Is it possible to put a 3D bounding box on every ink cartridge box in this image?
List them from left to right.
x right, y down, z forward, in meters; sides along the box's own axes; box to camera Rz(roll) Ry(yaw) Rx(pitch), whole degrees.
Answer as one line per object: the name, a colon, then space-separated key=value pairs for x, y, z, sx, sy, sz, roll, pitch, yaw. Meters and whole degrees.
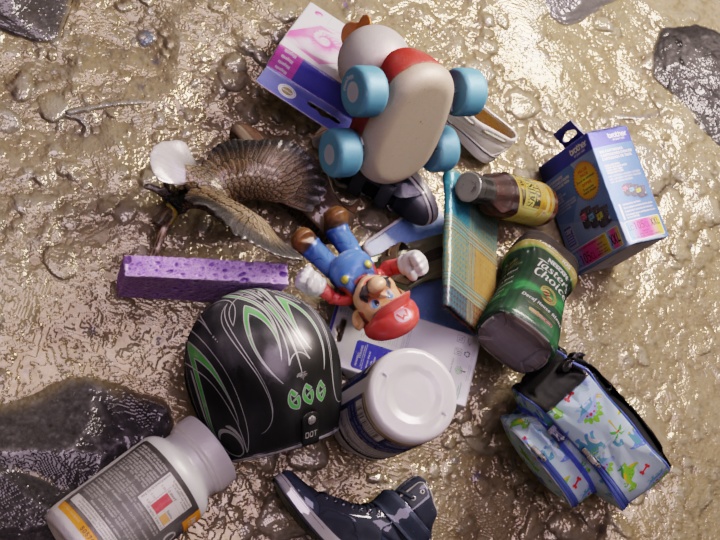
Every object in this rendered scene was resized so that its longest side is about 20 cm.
ink cartridge box: x=-0.021 y=-0.258 z=1.591 sx=0.196 sy=0.043 sz=0.200 roll=32 pitch=37 yaw=-7
ink cartridge box: x=0.050 y=0.107 z=1.536 sx=0.199 sy=0.039 sz=0.100 roll=19 pitch=68 yaw=-4
ink cartridge box: x=0.330 y=-0.111 z=1.651 sx=0.076 sy=0.136 sz=0.201 roll=-10 pitch=76 yaw=-26

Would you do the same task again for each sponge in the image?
sponge: x=-0.196 y=0.013 z=1.454 sx=0.199 sy=0.112 sz=0.030 roll=3 pitch=74 yaw=-17

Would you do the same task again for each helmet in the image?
helmet: x=-0.117 y=0.116 z=1.409 sx=0.199 sy=0.200 sz=0.192 roll=-15 pitch=90 yaw=-22

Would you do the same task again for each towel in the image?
towel: x=0.143 y=-0.019 z=1.561 sx=0.147 sy=0.022 sz=0.201 roll=38 pitch=49 yaw=-50

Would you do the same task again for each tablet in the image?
tablet: x=0.106 y=0.013 z=1.606 sx=0.130 sy=0.014 sz=0.200 roll=-34 pitch=86 yaw=-24

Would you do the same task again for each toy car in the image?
toy car: x=0.022 y=-0.231 z=1.498 sx=0.184 sy=0.177 sz=0.200 roll=-6 pitch=46 yaw=-32

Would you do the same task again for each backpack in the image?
backpack: x=0.281 y=0.216 z=1.512 sx=0.147 sy=0.183 sz=0.200 roll=-44 pitch=92 yaw=-2

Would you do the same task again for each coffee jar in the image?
coffee jar: x=0.225 y=0.036 z=1.564 sx=0.104 sy=0.085 sz=0.200 roll=37 pitch=40 yaw=-8

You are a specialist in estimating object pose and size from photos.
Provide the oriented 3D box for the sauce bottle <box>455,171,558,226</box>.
sauce bottle: x=0.197 y=-0.098 z=1.591 sx=0.200 sy=0.066 sz=0.066 roll=5 pitch=67 yaw=-55

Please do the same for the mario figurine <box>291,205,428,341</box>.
mario figurine: x=0.000 y=0.000 z=1.448 sx=0.200 sy=0.124 sz=0.106 roll=48 pitch=21 yaw=29

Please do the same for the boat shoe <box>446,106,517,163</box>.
boat shoe: x=0.138 y=-0.229 z=1.627 sx=0.200 sy=0.070 sz=0.071 roll=39 pitch=38 yaw=-24

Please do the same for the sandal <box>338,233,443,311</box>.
sandal: x=0.055 y=-0.009 z=1.548 sx=0.200 sy=0.057 sz=0.080 roll=-28 pitch=64 yaw=-27

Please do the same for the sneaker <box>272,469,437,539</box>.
sneaker: x=0.001 y=0.282 z=1.443 sx=0.146 sy=0.077 sz=0.202 roll=-46 pitch=100 yaw=-13

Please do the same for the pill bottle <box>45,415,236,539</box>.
pill bottle: x=-0.248 y=0.263 z=1.354 sx=0.200 sy=0.116 sz=0.117 roll=-36 pitch=86 yaw=-24

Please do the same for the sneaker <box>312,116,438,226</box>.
sneaker: x=0.015 y=-0.124 z=1.586 sx=0.079 sy=0.079 sz=0.200 roll=-35 pitch=75 yaw=-30

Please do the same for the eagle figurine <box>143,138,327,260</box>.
eagle figurine: x=-0.157 y=-0.088 z=1.469 sx=0.199 sy=0.151 sz=0.153 roll=0 pitch=94 yaw=26

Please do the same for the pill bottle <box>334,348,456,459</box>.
pill bottle: x=0.031 y=0.168 z=1.429 sx=0.110 sy=0.200 sz=0.112 roll=5 pitch=72 yaw=-17

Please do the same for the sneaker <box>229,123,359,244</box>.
sneaker: x=-0.087 y=-0.127 z=1.559 sx=0.200 sy=0.070 sz=0.076 roll=48 pitch=70 yaw=-10
